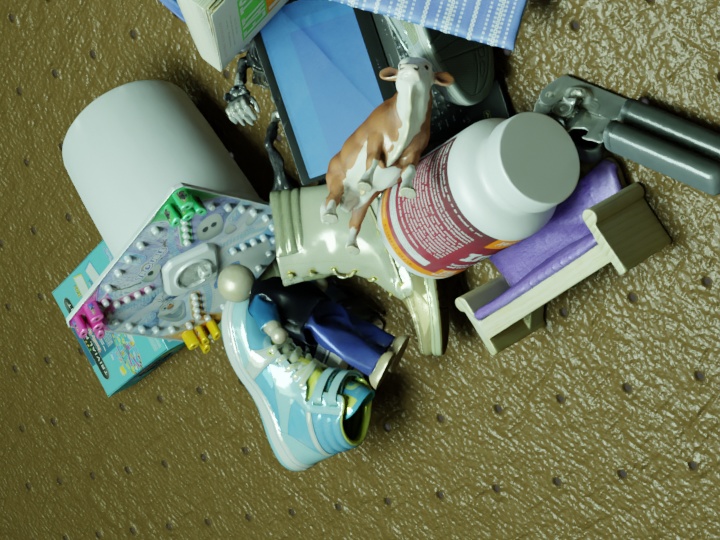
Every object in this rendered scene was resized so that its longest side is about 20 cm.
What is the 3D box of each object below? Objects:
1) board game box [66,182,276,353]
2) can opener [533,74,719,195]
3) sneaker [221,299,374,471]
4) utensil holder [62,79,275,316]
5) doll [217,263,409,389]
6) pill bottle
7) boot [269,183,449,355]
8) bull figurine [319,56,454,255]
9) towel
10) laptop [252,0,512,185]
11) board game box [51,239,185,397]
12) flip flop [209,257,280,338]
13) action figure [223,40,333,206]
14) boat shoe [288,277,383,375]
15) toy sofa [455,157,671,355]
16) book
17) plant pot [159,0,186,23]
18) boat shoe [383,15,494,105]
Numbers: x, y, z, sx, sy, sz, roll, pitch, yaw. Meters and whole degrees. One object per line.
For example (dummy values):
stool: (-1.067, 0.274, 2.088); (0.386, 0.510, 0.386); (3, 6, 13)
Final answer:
board game box: (-0.170, 0.004, 1.678); (0.200, 0.200, 0.026); (-48, 58, 22)
can opener: (0.238, -0.112, 1.426); (0.200, 0.053, 0.067); (28, 158, 32)
sneaker: (-0.055, 0.102, 1.687); (0.130, 0.080, 0.200); (-18, 101, 39)
utensil holder: (-0.207, -0.081, 1.746); (0.200, 0.170, 0.170); (56, 138, 29)
doll: (-0.055, 0.047, 1.649); (0.200, 0.136, 0.049); (28, 120, 11)
pill bottle: (0.107, -0.070, 1.491); (0.200, 0.113, 0.113); (-30, 87, 58)
boot: (0.000, 0.000, 1.625); (0.154, 0.072, 0.201); (-14, 94, 8)
bull figurine: (0.019, -0.105, 1.481); (0.065, 0.122, 0.200); (22, 146, -11)
towel: (0.058, -0.287, 1.430); (0.199, 0.024, 0.145); (17, 98, 8)
laptop: (0.016, -0.193, 1.551); (0.200, 0.103, 0.178); (-11, 101, 46)
board game box: (-0.287, 0.051, 1.977); (0.151, 0.047, 0.200); (61, 145, 4)
flip flop: (-0.146, 0.023, 1.839); (0.200, 0.058, 0.081); (-38, 81, 46)
action figure: (-0.074, -0.172, 1.641); (0.119, 0.102, 0.200); (-15, 107, 1)
boat shoe: (-0.048, 0.097, 1.776); (0.093, 0.075, 0.200); (43, 124, 27)
toy sofa: (0.175, -0.012, 1.497); (0.200, 0.083, 0.098); (-37, 83, 46)
book: (-0.080, -0.287, 1.500); (0.048, 0.200, 0.134); (38, 168, 13)
plant pot: (-0.134, -0.380, 1.554); (0.200, 0.180, 0.200); (45, 133, 21)
boat shoe: (0.052, -0.237, 1.492); (0.202, 0.074, 0.065); (57, 146, -4)
